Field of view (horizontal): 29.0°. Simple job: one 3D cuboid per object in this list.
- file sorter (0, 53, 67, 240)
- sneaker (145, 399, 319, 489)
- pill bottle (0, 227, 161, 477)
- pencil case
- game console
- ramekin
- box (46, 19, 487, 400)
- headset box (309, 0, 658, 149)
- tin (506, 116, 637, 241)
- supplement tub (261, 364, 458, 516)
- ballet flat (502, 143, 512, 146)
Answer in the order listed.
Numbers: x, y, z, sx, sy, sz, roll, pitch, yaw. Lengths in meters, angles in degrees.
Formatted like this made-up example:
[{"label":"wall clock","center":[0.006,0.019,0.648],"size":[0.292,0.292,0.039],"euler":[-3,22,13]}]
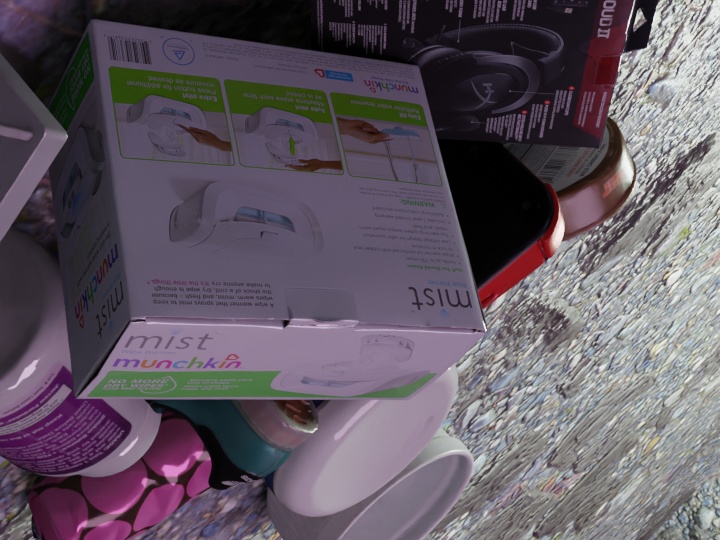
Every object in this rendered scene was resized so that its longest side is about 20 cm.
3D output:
[{"label":"file sorter","center":[-0.252,-0.030,0.588],"size":[0.200,0.139,0.124],"euler":[-53,150,19]},{"label":"sneaker","center":[-0.110,0.040,0.832],"size":[0.080,0.200,0.071],"euler":[-42,158,18]},{"label":"pill bottle","center":[-0.192,0.060,0.836],"size":[0.112,0.112,0.200],"euler":[-41,154,-6]},{"label":"pencil case","center":[-0.155,0.159,1.072],"size":[0.200,0.091,0.094],"euler":[-29,116,-24]},{"label":"game console","center":[0.007,-0.041,0.868],"size":[0.177,0.200,0.031],"euler":[-38,153,-11]},{"label":"ramekin","center":[0.003,0.209,1.349],"size":[0.200,0.105,0.200],"euler":[-34,153,-20]},{"label":"box","center":[-0.053,-0.027,0.745],"size":[0.200,0.177,0.097],"euler":[3,151,-30]},{"label":"headset box","center":[0.072,-0.149,0.816],"size":[0.200,0.077,0.149],"euler":[2,146,2]},{"label":"tin","center":[0.096,-0.072,0.973],"size":[0.112,0.200,0.042],"euler":[-47,129,-33]},{"label":"supplement tub","center":[-0.048,0.046,0.920],"size":[0.144,0.200,0.144],"euler":[-34,152,-20]},{"label":"ballet flat","center":[0.042,-0.094,0.957],"size":[0.200,0.072,0.072],"euler":[-17,154,5]}]
